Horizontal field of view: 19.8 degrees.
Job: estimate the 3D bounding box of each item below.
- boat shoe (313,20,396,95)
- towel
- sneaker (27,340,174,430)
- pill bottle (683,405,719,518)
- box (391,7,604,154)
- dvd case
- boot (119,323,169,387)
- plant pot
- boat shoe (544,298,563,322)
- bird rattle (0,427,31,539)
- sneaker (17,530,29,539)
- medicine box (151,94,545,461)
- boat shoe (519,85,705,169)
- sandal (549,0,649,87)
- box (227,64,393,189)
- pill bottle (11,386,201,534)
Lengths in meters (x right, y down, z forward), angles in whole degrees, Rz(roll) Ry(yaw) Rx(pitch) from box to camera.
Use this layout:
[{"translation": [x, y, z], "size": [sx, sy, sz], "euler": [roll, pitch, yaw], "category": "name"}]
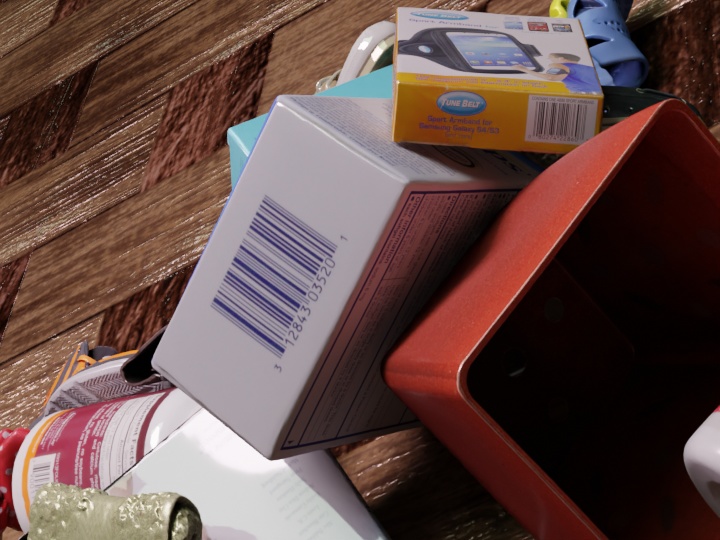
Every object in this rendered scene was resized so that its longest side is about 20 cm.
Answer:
[{"translation": [-0.005, -0.116, 1.517], "size": [0.074, 0.201, 0.069], "euler": [-23, 60, -27], "category": "boat shoe"}, {"translation": [-0.151, 0.232, 1.249], "size": [0.147, 0.036, 0.202], "euler": [0, 89, 42], "category": "towel"}, {"translation": [-0.196, 0.088, 1.549], "size": [0.199, 0.077, 0.113], "euler": [-34, 24, 40], "category": "sneaker"}, {"translation": [0.264, 0.058, 1.022], "size": [0.200, 0.112, 0.112], "euler": [-45, 28, -9], "category": "pill bottle"}, {"translation": [0.078, -0.120, 1.234], "size": [0.118, 0.042, 0.200], "euler": [4, 23, -1], "category": "box"}, {"translation": [-0.061, 0.171, 1.246], "size": [0.142, 0.018, 0.200], "euler": [-39, 62, 3], "category": "dvd case"}, {"translation": [-0.103, 0.038, 1.444], "size": [0.165, 0.073, 0.200], "euler": [-24, -4, -34], "category": "boot"}, {"translation": [0.128, 0.050, 1.132], "size": [0.200, 0.200, 0.176], "euler": [-50, 20, -19], "category": "plant pot"}, {"translation": [0.063, 0.041, 1.348], "size": [0.199, 0.074, 0.067], "euler": [-16, 48, 42], "category": "boat shoe"}, {"translation": [-0.297, 0.194, 1.460], "size": [0.201, 0.162, 0.113], "euler": [-55, 42, 11], "category": "bird rattle"}, {"translation": [-0.226, 0.249, 1.352], "size": [0.200, 0.106, 0.075], "euler": [-44, 28, -6], "category": "sneaker"}, {"translation": [0.000, 0.000, 1.225], "size": [0.103, 0.199, 0.183], "euler": [35, 109, 24], "category": "medicine box"}, {"translation": [0.129, -0.087, 1.324], "size": [0.198, 0.075, 0.062], "euler": [3, 35, 10], "category": "boat shoe"}, {"translation": [0.169, -0.147, 1.485], "size": [0.086, 0.080, 0.201], "euler": [6, 47, 24], "category": "sandal"}, {"translation": [0.006, -0.089, 1.438], "size": [0.199, 0.083, 0.049], "euler": [-24, 51, -21], "category": "box"}, {"translation": [-0.132, 0.138, 1.389], "size": [0.199, 0.114, 0.115], "euler": [-13, 38, 40], "category": "pill bottle"}]
